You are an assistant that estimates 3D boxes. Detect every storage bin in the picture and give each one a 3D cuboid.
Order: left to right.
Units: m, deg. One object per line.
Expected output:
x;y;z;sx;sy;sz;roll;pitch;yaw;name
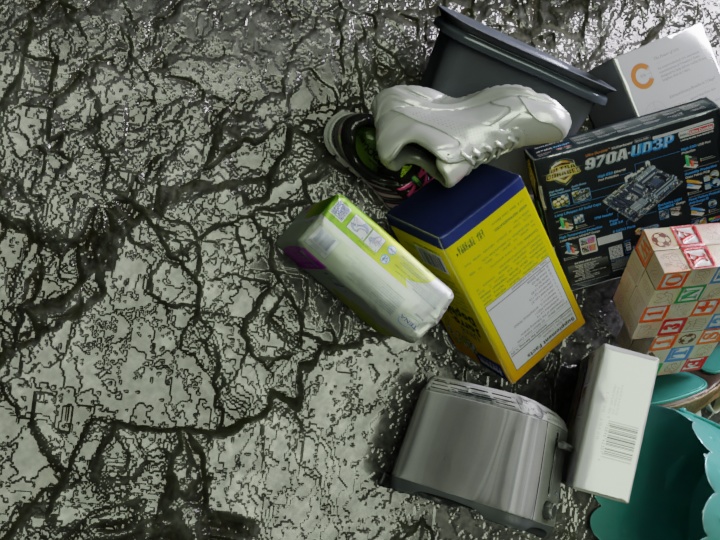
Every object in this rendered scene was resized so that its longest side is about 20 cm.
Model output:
0.149;-0.187;1.052;0.200;0.146;0.134;22;109;-12;storage bin

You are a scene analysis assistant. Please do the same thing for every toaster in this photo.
0.122;0.191;1.002;0.114;0.200;0.129;33;71;-50;toaster

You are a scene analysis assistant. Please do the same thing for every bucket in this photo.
0.363;0.260;1.038;0.135;0.207;0.208;16;83;-17;bucket

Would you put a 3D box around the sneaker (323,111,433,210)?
0.047;-0.102;1.030;0.200;0.087;0.074;39;86;-8;sneaker

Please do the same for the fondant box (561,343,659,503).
0.255;0.162;1.010;0.058;0.200;0.145;14;82;7;fondant box

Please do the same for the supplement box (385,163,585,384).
0.132;-0.001;1.003;0.109;0.109;0.200;-37;120;-13;supplement box

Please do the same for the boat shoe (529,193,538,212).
0.222;-0.044;1.084;0.200;0.072;0.073;8;93;-10;boat shoe

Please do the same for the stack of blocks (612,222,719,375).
0.340;0.037;1.036;0.115;0.200;0.059;-6;52;-9;stack of blocks

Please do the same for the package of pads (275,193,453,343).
0.000;0.000;0.957;0.154;0.200;0.068;41;84;-9;package of pads

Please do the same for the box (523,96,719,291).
0.288;-0.078;1.016;0.200;0.046;0.159;-16;113;4;box

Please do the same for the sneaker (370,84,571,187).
0.109;-0.126;0.952;0.200;0.078;0.100;0;67;8;sneaker

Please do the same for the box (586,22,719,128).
0.358;-0.164;1.112;0.124;0.097;0.200;-24;93;-14;box

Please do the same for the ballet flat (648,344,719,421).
0.401;0.142;1.128;0.200;0.068;0.072;-26;113;-18;ballet flat
